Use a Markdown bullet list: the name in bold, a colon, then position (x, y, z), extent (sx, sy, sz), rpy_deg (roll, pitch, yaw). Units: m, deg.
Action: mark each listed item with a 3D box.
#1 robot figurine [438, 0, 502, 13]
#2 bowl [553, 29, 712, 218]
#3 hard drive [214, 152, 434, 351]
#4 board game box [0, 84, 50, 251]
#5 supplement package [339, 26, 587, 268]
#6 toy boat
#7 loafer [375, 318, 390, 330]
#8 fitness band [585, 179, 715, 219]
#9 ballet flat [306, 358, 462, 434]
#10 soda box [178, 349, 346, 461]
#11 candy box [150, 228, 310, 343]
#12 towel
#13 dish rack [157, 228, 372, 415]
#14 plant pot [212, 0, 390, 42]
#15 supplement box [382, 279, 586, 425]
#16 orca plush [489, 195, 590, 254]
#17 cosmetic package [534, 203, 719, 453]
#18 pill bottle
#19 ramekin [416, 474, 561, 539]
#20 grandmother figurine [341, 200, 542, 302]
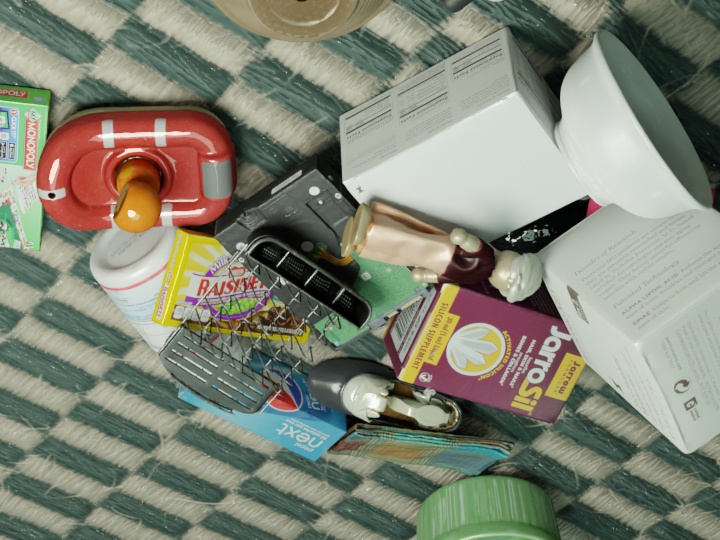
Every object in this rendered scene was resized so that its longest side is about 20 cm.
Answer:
- **robot figurine**: position (0.129, -0.320, 1.386), extent (0.200, 0.125, 0.150), rpy_deg (-39, 159, 29)
- **bowl**: position (0.250, -0.125, 1.519), extent (0.090, 0.201, 0.201), rpy_deg (-32, 127, 22)
- **hard drive**: position (-0.035, -0.016, 1.633), extent (0.140, 0.038, 0.200), rpy_deg (-33, 120, 23)
- **board game box**: position (-0.393, -0.107, 1.623), extent (0.134, 0.029, 0.200), rpy_deg (6, 133, -10)
- **supplement package**: position (0.104, -0.117, 1.583), extent (0.200, 0.111, 0.156), rpy_deg (-26, 129, 21)
- **toy boat**: position (-0.225, -0.085, 1.574), extent (0.200, 0.131, 0.131), rpy_deg (-2, 124, -1)
- **loafer**: position (0.000, 0.000, 1.715), extent (0.073, 0.071, 0.200), rpy_deg (-6, 133, 3)
- **fitness band**: position (0.303, -0.042, 1.662), extent (0.143, 0.037, 0.200), rpy_deg (-9, 118, -25)
- **ballet flat**: position (0.035, 0.153, 1.860), extent (0.200, 0.073, 0.073), rpy_deg (18, 130, -21)
- **soda box**: position (-0.114, 0.148, 1.856), extent (0.200, 0.064, 0.068), rpy_deg (28, 126, -27)
- **candy box**: position (-0.125, 0.019, 1.677), extent (0.200, 0.026, 0.102), rpy_deg (9, 99, -42)
- **towel**: position (0.071, 0.220, 1.918), extent (0.200, 0.022, 0.147), rpy_deg (8, 161, -13)
- **dish rack**: position (-0.105, 0.063, 1.614), extent (0.153, 0.055, 0.200), rpy_deg (35, 105, -24)
- **plant pot**: position (-0.053, -0.277, 1.436), extent (0.200, 0.093, 0.201), rpy_deg (-1, 134, -1)
- **supplement box**: position (0.144, 0.073, 1.750), extent (0.200, 0.103, 0.131), rpy_deg (17, 112, -18)
- **orca plush**: position (0.236, -0.033, 1.695), extent (0.200, 0.071, 0.105), rpy_deg (6, 133, -9)
- **cosmetic package**: position (0.310, 0.038, 1.565), extent (0.165, 0.200, 0.165), rpy_deg (-35, 124, -7)
- **pill bottle**: position (-0.200, 0.033, 1.711), extent (0.109, 0.109, 0.200), rpy_deg (-20, 132, 15)
- **ramekin**: position (0.164, 0.349, 2.022), extent (0.200, 0.098, 0.200), rpy_deg (-2, 140, -2)
- **grandmother figurine**: position (0.087, -0.016, 1.553), extent (0.200, 0.061, 0.121), rpy_deg (16, 167, -12)
